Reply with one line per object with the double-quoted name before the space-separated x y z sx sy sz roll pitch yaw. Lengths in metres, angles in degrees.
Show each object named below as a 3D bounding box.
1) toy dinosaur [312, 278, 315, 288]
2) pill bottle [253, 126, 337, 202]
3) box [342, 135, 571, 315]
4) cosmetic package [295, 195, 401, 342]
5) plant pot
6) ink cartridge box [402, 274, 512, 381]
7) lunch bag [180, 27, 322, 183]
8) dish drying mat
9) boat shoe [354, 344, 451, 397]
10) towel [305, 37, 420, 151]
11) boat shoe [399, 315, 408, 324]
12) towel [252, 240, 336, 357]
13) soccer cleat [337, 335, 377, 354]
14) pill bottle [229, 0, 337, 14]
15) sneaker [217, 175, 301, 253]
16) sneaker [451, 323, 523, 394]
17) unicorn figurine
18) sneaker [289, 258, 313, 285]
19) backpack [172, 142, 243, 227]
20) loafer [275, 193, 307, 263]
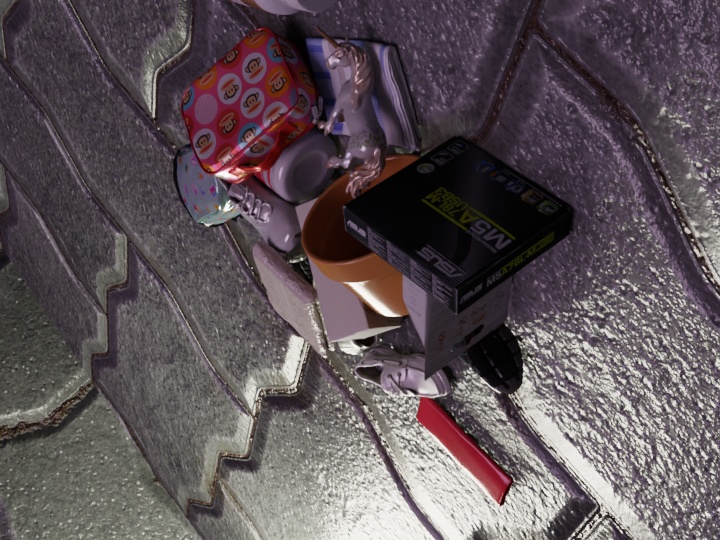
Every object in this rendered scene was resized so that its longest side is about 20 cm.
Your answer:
"toy dinosaur" -0.068 0.042 1.927 0.200 0.100 0.059 60 -161 -56
"pill bottle" -0.136 -0.194 1.792 0.200 0.112 0.113 38 147 34
"box" 0.113 -0.060 1.419 0.200 0.192 0.048 38 146 35
"cosmetic package" -0.017 -0.005 1.718 0.073 0.103 0.202 -20 81 28
"plant pot" 0.041 -0.036 1.595 0.199 0.200 0.140 21 153 50
"ink cartridge box" 0.125 0.023 1.521 0.050 0.160 0.201 40 148 31
"lunch bag" -0.152 -0.220 1.689 0.199 0.082 0.178 -34 63 24
"dish drying mat" 0.161 0.278 1.886 0.200 0.018 0.077 45 150 27
"boat shoe" 0.063 0.169 1.880 0.199 0.069 0.071 9 124 56
"towel" 0.000 -0.238 1.614 0.199 0.024 0.148 20 134 51
"boat shoe" 0.000 0.000 1.807 0.200 0.070 0.070 42 165 11
"towel" -0.095 0.044 1.796 0.132 0.034 0.201 41 164 23
"soccer cleat" -0.001 0.098 1.861 0.077 0.069 0.200 38 173 23
"pill bottle" -0.112 -0.390 1.544 0.199 0.114 0.115 26 140 46
"sneaker" -0.150 -0.091 1.771 0.087 0.075 0.200 25 -169 -43
"sneaker" 0.156 0.090 1.656 0.201 0.075 0.079 55 166 24
"unicorn figurine" -0.011 -0.205 1.563 0.201 0.073 0.137 61 145 9
"sneaker" -0.108 -0.021 1.969 0.082 0.073 0.201 40 147 32
"backpack" -0.227 -0.152 1.978 0.199 0.126 0.168 -13 104 59
"loafer" -0.130 -0.104 1.862 0.070 0.069 0.202 101 157 -61
